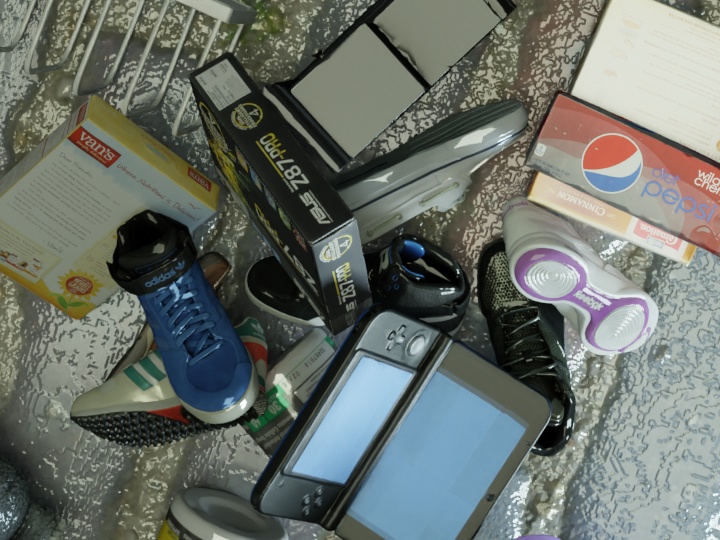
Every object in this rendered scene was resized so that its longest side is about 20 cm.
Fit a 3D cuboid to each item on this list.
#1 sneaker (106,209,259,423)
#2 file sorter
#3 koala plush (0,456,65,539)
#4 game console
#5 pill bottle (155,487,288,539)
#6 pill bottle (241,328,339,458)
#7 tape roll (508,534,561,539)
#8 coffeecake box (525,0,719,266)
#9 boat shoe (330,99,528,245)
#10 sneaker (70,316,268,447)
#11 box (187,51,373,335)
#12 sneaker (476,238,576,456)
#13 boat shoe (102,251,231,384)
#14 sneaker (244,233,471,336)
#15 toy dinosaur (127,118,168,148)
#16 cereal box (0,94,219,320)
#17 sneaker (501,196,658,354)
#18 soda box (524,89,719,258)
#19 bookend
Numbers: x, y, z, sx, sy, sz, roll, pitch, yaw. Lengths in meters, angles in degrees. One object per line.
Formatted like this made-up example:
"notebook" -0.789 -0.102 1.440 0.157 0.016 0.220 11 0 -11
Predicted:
"sneaker" -0.151 0.031 1.375 0.077 0.200 0.111 -28 137 1
"file sorter" -0.212 -0.210 1.450 0.200 0.139 0.125 23 100 2
"koala plush" -0.384 0.242 1.525 0.200 0.184 0.177 -34 94 -3
"game console" 0.036 0.150 1.380 0.118 0.171 0.200 35 96 32
"pill bottle" -0.153 0.311 1.531 0.114 0.114 0.200 23 99 2
"pill bottle" -0.015 0.160 1.497 0.113 0.113 0.200 -41 92 9
"tape roll" 0.112 0.318 1.466 0.200 0.200 0.066 -38 58 9
"coffeecake box" 0.251 -0.127 1.453 0.153 0.073 0.200 23 99 2
"boat shoe" 0.066 -0.085 1.486 0.200 0.074 0.067 -23 110 17
"sneaker" -0.164 0.093 1.465 0.200 0.070 0.093 -14 54 29
"box" -0.065 -0.063 1.387 0.049 0.161 0.200 -32 64 -10
"sneaker" 0.149 0.071 1.472 0.076 0.114 0.200 -10 95 5
"boat shoe" -0.170 0.072 1.524 0.072 0.076 0.200 34 106 -7
"sneaker" 0.000 0.000 1.468 0.200 0.112 0.073 9 61 -2
"toy dinosaur" -0.212 -0.071 1.508 0.106 0.060 0.200 13 132 -8
"cereal box" -0.240 -0.050 1.462 0.144 0.040 0.200 37 125 -27
"sneaker" 0.193 0.002 1.457 0.075 0.100 0.200 -36 132 18
"soda box" 0.240 -0.079 1.392 0.200 0.063 0.070 26 101 1
"bookend" 0.029 -0.186 1.401 0.199 0.200 0.092 -42 93 10
